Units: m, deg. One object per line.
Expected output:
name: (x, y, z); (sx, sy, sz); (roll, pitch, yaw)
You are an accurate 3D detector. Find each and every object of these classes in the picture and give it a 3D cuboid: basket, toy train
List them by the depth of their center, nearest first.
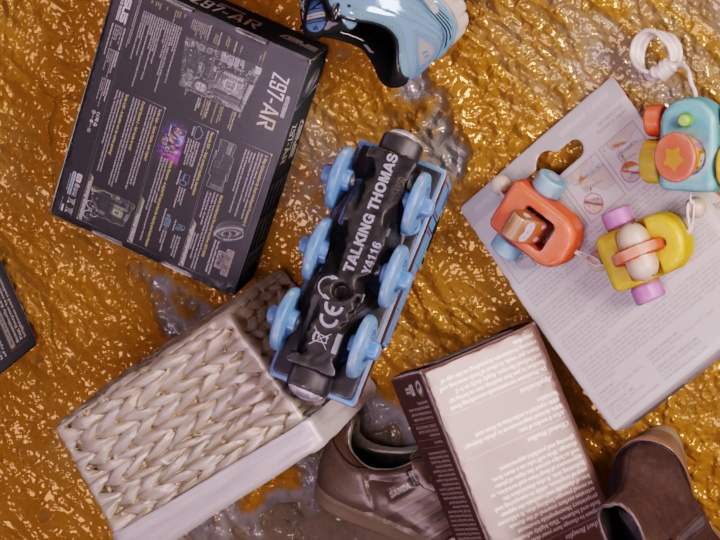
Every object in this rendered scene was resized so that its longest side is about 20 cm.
toy train: (0.172, -0.061, 1.546); (0.150, 0.056, 0.200); (44, 115, 16)
toy train: (0.000, 0.000, 1.590); (0.086, 0.114, 0.201); (19, 83, 11)
basket: (-0.112, 0.106, 1.687); (0.200, 0.136, 0.124); (-34, 93, 25)

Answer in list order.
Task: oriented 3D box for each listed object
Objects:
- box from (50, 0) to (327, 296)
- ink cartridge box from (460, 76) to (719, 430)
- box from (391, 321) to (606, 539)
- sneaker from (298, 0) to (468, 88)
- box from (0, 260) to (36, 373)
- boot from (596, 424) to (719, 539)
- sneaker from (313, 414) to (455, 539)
box: (-0.129, -0.103, 1.669); (0.160, 0.044, 0.201); (23, 114, 10)
ink cartridge box: (0.188, -0.012, 1.603); (0.160, 0.047, 0.200); (-41, 76, 27)
box: (0.110, 0.148, 1.620); (0.100, 0.075, 0.201); (-21, 88, -18)
sneaker: (-0.017, -0.204, 1.537); (0.200, 0.090, 0.078); (41, 159, -15)
box: (-0.390, 0.067, 1.733); (0.196, 0.200, 0.118); (-18, 102, 24)
boot: (0.221, 0.220, 1.594); (0.072, 0.166, 0.201); (-18, 102, 24)
sneaker: (0.063, 0.169, 1.684); (0.199, 0.070, 0.076); (16, 109, 10)
